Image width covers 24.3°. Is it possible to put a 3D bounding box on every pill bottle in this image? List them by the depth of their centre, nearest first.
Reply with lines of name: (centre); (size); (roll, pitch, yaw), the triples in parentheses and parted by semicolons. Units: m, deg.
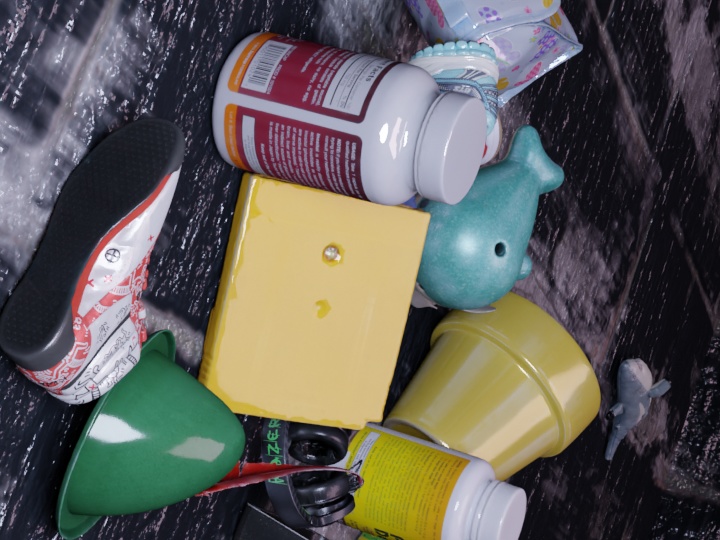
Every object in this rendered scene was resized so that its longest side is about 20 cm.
pill bottle: (-0.008, -0.115, 1.318); (0.113, 0.199, 0.113); (-47, 145, -47)
pill bottle: (0.064, 0.230, 1.707); (0.109, 0.199, 0.110); (-46, 144, -48)

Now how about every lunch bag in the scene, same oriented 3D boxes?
lunch bag: (0.099, -0.254, 1.488); (0.127, 0.170, 0.200); (-35, 162, 18)

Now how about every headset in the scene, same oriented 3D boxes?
headset: (-0.052, 0.186, 1.577); (0.200, 0.093, 0.124); (33, 51, -61)

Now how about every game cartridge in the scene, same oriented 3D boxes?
game cartridge: (-0.041, 0.030, 1.429); (0.175, 0.032, 0.201); (11, 97, -27)

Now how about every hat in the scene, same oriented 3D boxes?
hat: (-0.104, 0.149, 1.254); (0.200, 0.175, 0.166); (-57, 168, -40)

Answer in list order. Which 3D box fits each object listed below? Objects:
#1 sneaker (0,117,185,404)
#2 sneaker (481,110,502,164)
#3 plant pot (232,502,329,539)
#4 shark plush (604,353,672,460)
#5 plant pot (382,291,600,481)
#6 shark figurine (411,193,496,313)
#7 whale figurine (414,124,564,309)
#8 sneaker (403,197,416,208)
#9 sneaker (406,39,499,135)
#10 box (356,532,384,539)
sneaker: (-0.175, -0.003, 1.178); (0.202, 0.067, 0.108); (-62, 156, -19)
sneaker: (0.043, -0.108, 1.484); (0.112, 0.200, 0.072); (-20, 89, -21)
plant pot: (-0.040, 0.357, 1.585); (0.178, 0.199, 0.200); (-60, 156, -5)
shark plush: (0.433, 0.223, 2.792); (0.083, 0.091, 0.201); (-17, 143, -42)
plant pot: (0.131, 0.151, 1.851); (0.189, 0.200, 0.201); (-42, 144, -27)
shark figurine: (0.077, 0.012, 1.720); (0.128, 0.089, 0.215); (-47, 151, -17)
whale figurine: (0.130, -0.051, 1.624); (0.200, 0.104, 0.159); (-45, 116, -18)
sneaker: (0.000, 0.000, 1.535); (0.200, 0.088, 0.075); (-44, -175, -40)
sneaker: (0.022, -0.125, 1.394); (0.078, 0.199, 0.087); (36, 42, -57)
box: (0.039, 0.402, 1.865); (0.200, 0.121, 0.193); (-52, 147, -43)
